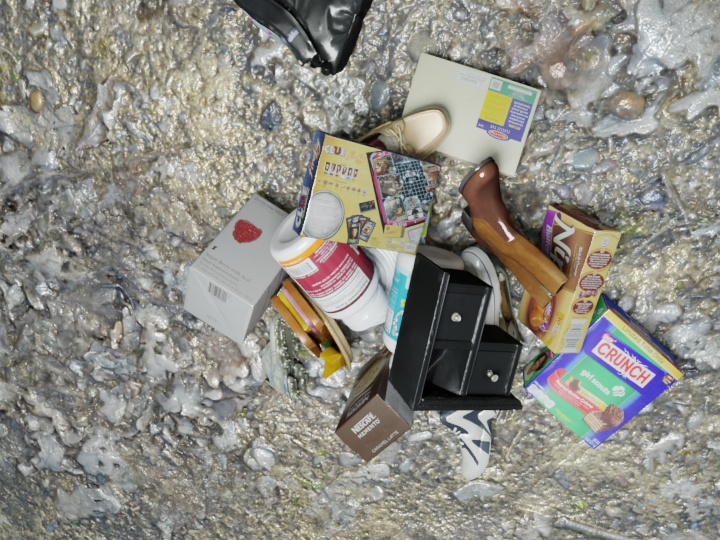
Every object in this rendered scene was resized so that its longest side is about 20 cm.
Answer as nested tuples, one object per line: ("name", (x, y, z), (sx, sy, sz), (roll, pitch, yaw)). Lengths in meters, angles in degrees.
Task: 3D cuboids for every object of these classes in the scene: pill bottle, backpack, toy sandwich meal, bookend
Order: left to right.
("backpack", (-0.090, -0.401, 0.836), (0.196, 0.127, 0.171), (27, 102, 3))
("toy sandwich meal", (-0.085, 0.106, 0.984), (0.069, 0.205, 0.208), (-33, 101, -13))
("pill bottle", (-0.042, -0.001, 0.880), (0.111, 0.115, 0.201), (-27, 124, 20))
("pill bottle", (0.097, 0.069, 0.909), (0.107, 0.111, 0.206), (12, 106, 8))
("bookend", (0.161, 0.095, 0.828), (0.194, 0.092, 0.205), (6, 105, -23))

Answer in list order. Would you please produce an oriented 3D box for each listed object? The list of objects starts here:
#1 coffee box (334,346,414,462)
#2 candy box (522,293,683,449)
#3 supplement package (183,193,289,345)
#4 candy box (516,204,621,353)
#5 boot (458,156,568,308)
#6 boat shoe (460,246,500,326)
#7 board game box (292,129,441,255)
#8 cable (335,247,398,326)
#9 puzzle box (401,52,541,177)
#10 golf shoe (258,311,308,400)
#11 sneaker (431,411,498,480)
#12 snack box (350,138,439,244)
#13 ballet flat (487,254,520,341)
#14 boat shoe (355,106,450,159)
("coffee box", (0.039, 0.220, 0.988), (0.080, 0.201, 0.114), (42, 113, -6))
("candy box", (0.404, 0.173, 0.951), (0.168, 0.077, 0.201), (38, 112, -2))
("supplement package", (-0.189, -0.007, 0.946), (0.119, 0.202, 0.121), (29, 138, 1))
("candy box", (0.323, 0.013, 0.887), (0.055, 0.117, 0.206), (1, 114, -19))
("boot", (0.225, -0.049, 0.827), (0.067, 0.190, 0.202), (-30, 64, -14))
("boat shoe", (0.186, 0.067, 0.914), (0.072, 0.064, 0.206), (2, 109, 49))
("board game box", (0.012, -0.104, 0.788), (0.195, 0.034, 0.139), (8, 106, -33))
("cable", (0.000, 0.000, 0.989), (0.194, 0.069, 0.206), (-7, 108, 15))
("puzzle box", (0.165, -0.238, 0.866), (0.195, 0.025, 0.137), (20, 93, 6))
("golf shoe", (-0.163, 0.160, 1.071), (0.095, 0.078, 0.205), (12, 125, 23))
("sneaker", (0.178, 0.285, 1.033), (0.125, 0.080, 0.205), (9, 111, -2))
("snack box", (0.023, -0.132, 0.912), (0.194, 0.053, 0.147), (10, 81, 10))
("ballet flat", (0.234, 0.076, 0.963), (0.065, 0.064, 0.206), (-12, 106, 12))
("boat shoe", (0.044, -0.182, 0.839), (0.196, 0.069, 0.075), (-27, 95, 14))
